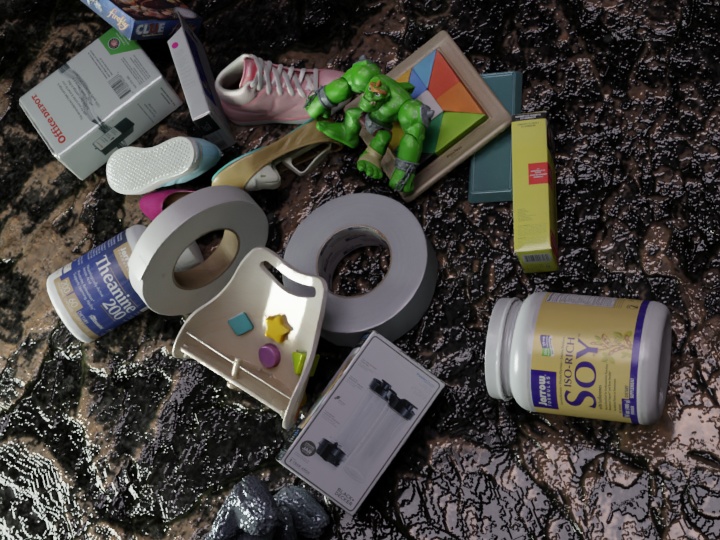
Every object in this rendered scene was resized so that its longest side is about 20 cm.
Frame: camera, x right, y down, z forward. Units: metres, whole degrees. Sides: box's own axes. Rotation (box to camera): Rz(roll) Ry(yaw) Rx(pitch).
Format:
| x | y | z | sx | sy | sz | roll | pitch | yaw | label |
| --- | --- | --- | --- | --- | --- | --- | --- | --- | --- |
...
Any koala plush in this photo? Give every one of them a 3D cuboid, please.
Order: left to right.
| x | y | z | sx | sy | sz | roll | pitch | yaw | label |
| --- | --- | --- | --- | --- | --- | --- | --- | --- | --- |
| -0.079 | 0.372 | 1.448 | 0.200 | 0.177 | 0.184 | 31 | 90 | 27 | koala plush |

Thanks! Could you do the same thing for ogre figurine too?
| x | y | z | sx | sy | sz | roll | pitch | yaw | label |
| --- | --- | --- | --- | --- | --- | --- | --- | --- | --- |
| 0.019 | -0.208 | 1.674 | 0.120 | 0.098 | 0.200 | -57 | 46 | 20 | ogre figurine |

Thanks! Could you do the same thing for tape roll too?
| x | y | z | sx | sy | sz | roll | pitch | yaw | label |
| --- | --- | --- | --- | --- | --- | --- | --- | --- | --- |
| -0.214 | -0.025 | 1.643 | 0.203 | 0.203 | 0.037 | -41 | 61 | -3 | tape roll |
| 0.000 | 0.000 | 1.638 | 0.200 | 0.066 | 0.201 | -7 | 66 | 15 | tape roll |

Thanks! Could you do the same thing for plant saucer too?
| x | y | z | sx | sy | sz | roll | pitch | yaw | label |
| --- | --- | --- | --- | --- | --- | --- | --- | --- | --- |
| 0.183 | -0.187 | 1.690 | 0.070 | 0.019 | 0.200 | -3 | 67 | 18 | plant saucer |

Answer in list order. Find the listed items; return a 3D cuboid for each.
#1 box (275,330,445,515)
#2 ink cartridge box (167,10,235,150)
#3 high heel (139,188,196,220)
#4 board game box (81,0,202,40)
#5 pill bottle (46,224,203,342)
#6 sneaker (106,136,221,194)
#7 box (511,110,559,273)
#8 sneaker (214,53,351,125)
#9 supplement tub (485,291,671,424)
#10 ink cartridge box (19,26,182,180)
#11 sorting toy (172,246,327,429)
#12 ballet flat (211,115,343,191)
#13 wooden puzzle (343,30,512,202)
| x | y | z | sx | sy | sz | roll | pitch | yaw | label |
| --- | --- | --- | --- | --- | --- | --- | --- | --- | --- |
| 0.000 | 0.187 | 1.530 | 0.117 | 0.060 | 0.200 | 36 | 81 | -5 | box |
| -0.240 | -0.280 | 1.827 | 0.037 | 0.095 | 0.200 | -22 | 62 | 8 | ink cartridge box |
| -0.240 | -0.093 | 1.742 | 0.200 | 0.096 | 0.067 | 18 | 73 | 24 | high heel |
| -0.359 | -0.421 | 1.914 | 0.200 | 0.135 | 0.035 | 39 | 124 | 28 | board game box |
| -0.324 | 0.006 | 1.716 | 0.200 | 0.111 | 0.111 | -30 | 61 | 3 | pill bottle |
| -0.286 | -0.150 | 1.807 | 0.200 | 0.082 | 0.074 | -5 | 87 | 38 | sneaker |
| 0.227 | -0.102 | 1.605 | 0.050 | 0.075 | 0.200 | -5 | 64 | 16 | box |
| -0.115 | -0.265 | 1.775 | 0.200 | 0.105 | 0.076 | -6 | 63 | 14 | sneaker |
| 0.259 | 0.101 | 1.462 | 0.200 | 0.145 | 0.146 | 4 | 68 | 20 | supplement tub |
| -0.395 | -0.256 | 1.874 | 0.200 | 0.083 | 0.147 | -37 | 61 | -1 | ink cartridge box |
| -0.115 | 0.072 | 1.581 | 0.200 | 0.107 | 0.180 | 29 | 108 | 26 | sorting toy |
| -0.112 | -0.152 | 1.729 | 0.200 | 0.069 | 0.063 | -32 | 75 | -12 | ballet flat |
| 0.088 | -0.219 | 1.711 | 0.185 | 0.037 | 0.200 | -37 | 60 | 9 | wooden puzzle |
